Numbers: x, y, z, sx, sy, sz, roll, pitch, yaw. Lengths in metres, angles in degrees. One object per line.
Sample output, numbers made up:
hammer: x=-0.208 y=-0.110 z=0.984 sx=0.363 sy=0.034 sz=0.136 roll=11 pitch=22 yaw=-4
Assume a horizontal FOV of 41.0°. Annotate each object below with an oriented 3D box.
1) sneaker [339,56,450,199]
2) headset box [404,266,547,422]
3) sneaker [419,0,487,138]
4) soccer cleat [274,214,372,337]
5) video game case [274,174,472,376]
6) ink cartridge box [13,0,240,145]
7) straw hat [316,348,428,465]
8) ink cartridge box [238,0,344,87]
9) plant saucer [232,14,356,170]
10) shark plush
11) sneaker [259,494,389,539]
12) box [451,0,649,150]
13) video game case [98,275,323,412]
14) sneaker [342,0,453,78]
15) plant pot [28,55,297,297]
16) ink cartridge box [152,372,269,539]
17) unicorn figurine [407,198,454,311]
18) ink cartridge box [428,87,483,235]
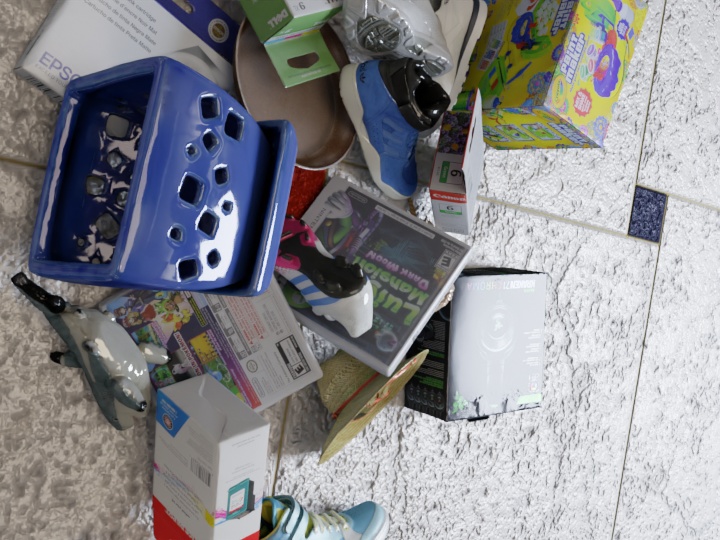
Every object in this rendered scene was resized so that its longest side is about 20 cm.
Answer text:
sneaker: x=0.060 y=-0.168 z=1.157 sx=0.077 sy=0.111 sz=0.201 roll=-70 pitch=146 yaw=-42
headset box: x=0.154 y=0.100 z=1.288 sx=0.173 sy=0.093 sz=0.201 roll=-1 pitch=96 yaw=-35
sneaker: x=0.092 y=-0.267 z=1.229 sx=0.080 sy=0.076 sz=0.201 roll=21 pitch=79 yaw=-22
soccer cleat: x=-0.055 y=0.008 z=1.079 sx=0.070 sy=0.200 sz=0.087 roll=-29 pitch=129 yaw=-21
video game case: x=0.000 y=0.000 z=1.122 sx=0.182 sy=0.199 sz=0.023 roll=-54 pitch=160 yaw=-18
ink cartridge box: x=-0.226 y=-0.232 z=1.015 sx=0.199 sy=0.041 sz=0.201 roll=36 pitch=74 yaw=-33
straw hat: x=-0.010 y=0.135 z=1.165 sx=0.085 sy=0.201 sz=0.201 roll=43 pitch=65 yaw=11
ink cartridge box: x=-0.081 y=-0.309 z=1.046 sx=0.104 sy=0.059 sz=0.201 roll=-32 pitch=94 yaw=-50
plant saucer: x=-0.077 y=-0.210 z=1.100 sx=0.200 sy=0.032 sz=0.202 roll=16 pitch=69 yaw=-48
shark plush: x=-0.285 y=0.087 z=0.985 sx=0.200 sy=0.083 sz=0.091 roll=45 pitch=32 yaw=-32
sneaker: x=-0.056 y=0.309 z=1.169 sx=0.199 sy=0.079 sz=0.131 roll=-29 pitch=112 yaw=-30
box: x=0.234 y=-0.272 z=1.246 sx=0.122 sy=0.192 sz=0.201 roll=26 pitch=80 yaw=-34
video game case: x=-0.161 y=0.078 z=1.069 sx=0.182 sy=0.023 sz=0.201 roll=-28 pitch=112 yaw=-8
sneaker: x=0.038 y=-0.296 z=1.120 sx=0.200 sy=0.078 sz=0.100 roll=22 pitch=59 yaw=-59
plant pot: x=-0.181 y=-0.073 z=0.923 sx=0.179 sy=0.199 sz=0.201 roll=14 pitch=83 yaw=-40
ink cartridge box: x=-0.164 y=0.228 z=1.033 sx=0.067 sy=0.116 sz=0.201 roll=-16 pitch=125 yaw=-40
unicorn figurine: x=0.060 y=0.006 z=1.199 sx=0.137 sy=0.200 sz=0.074 roll=-36 pitch=131 yaw=-3
ink cartridge box: x=0.117 y=-0.131 z=1.183 sx=0.200 sy=0.050 sz=0.110 roll=66 pitch=35 yaw=-69
